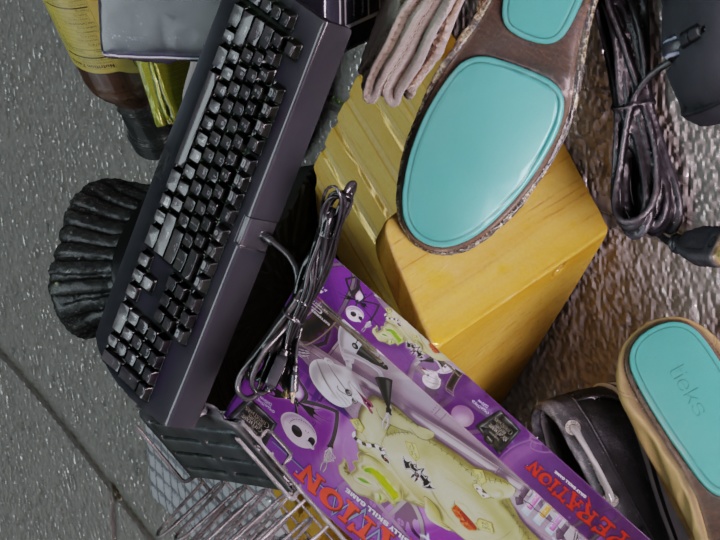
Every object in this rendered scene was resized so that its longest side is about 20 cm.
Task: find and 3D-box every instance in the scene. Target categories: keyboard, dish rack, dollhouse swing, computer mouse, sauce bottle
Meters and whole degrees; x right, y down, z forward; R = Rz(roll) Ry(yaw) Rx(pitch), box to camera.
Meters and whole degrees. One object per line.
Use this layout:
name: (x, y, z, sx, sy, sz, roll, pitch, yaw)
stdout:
keyboard: (-0.053, -0.021, 1.102, 0.127, 0.021, 0.201, 35, 111, 37)
dish rack: (-0.039, 0.144, 1.191, 0.200, 0.055, 0.153, 51, 159, -15)
dollhouse swing: (0.000, 0.000, 1.261, 0.176, 0.181, 0.200, 47, 141, 15)
computer mouse: (0.153, -0.071, 1.069, 0.200, 0.046, 0.141, -5, 91, 62)
sauce bottle: (-0.150, -0.148, 1.519, 0.065, 0.065, 0.200, 53, 170, 41)

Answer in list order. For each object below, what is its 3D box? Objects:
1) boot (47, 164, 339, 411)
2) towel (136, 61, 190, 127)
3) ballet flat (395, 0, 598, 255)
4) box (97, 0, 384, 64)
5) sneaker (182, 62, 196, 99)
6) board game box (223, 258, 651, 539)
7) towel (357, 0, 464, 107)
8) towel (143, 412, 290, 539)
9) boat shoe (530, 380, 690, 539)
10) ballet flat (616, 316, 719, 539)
boot: (-0.110, 0.012, 1.377, 0.157, 0.211, 0.080, -3, 115, 22)
towel: (-0.114, -0.190, 1.462, 0.018, 0.086, 0.201, -5, 104, 39)
ballet flat: (0.075, -0.103, 1.149, 0.075, 0.068, 0.201, -53, -15, -76)
box: (-0.040, -0.212, 1.201, 0.123, 0.198, 0.201, 3, 104, 20)
sneaker: (-0.056, -0.154, 1.426, 0.201, 0.072, 0.115, 89, -166, -53)
board game box: (0.033, 0.096, 1.127, 0.200, 0.032, 0.120, 41, 144, 9)
towel: (0.051, -0.175, 1.141, 0.133, 0.034, 0.201, 122, 169, -50)
towel: (-0.058, 0.097, 1.472, 0.200, 0.085, 0.167, 35, 133, 57)
boat shoe: (0.127, 0.151, 1.161, 0.074, 0.068, 0.201, -25, 77, 61)
ballet flat: (0.174, 0.110, 1.090, 0.063, 0.068, 0.201, 74, 174, -61)
